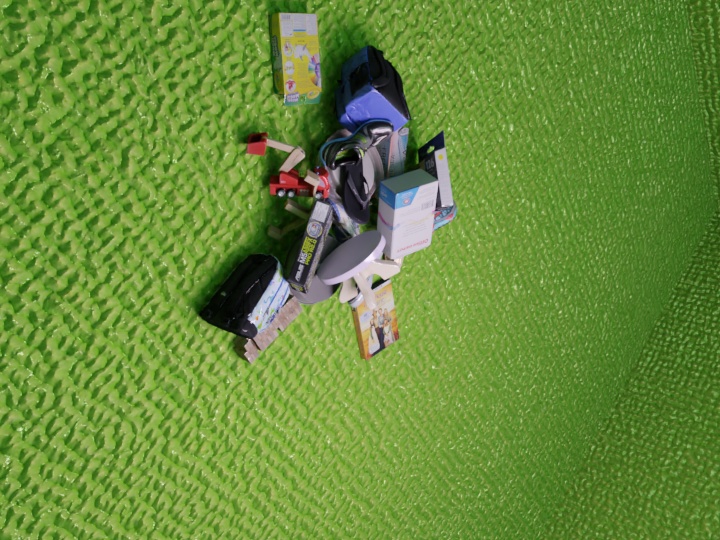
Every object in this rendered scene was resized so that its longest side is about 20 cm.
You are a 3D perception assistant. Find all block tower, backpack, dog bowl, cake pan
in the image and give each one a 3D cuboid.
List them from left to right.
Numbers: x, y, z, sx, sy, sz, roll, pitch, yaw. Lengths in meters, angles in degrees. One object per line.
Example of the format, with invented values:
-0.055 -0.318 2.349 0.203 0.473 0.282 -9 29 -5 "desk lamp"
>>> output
-0.252 0.055 1.496 0.154 0.161 0.203 40 67 -50 "backpack"
-0.228 0.136 1.595 0.200 0.057 0.055 -48 130 -25 "block tower"
-0.113 -0.006 1.679 0.198 0.036 0.205 -14 111 -40 "cake pan"
-0.031 -0.255 1.637 0.197 0.058 0.205 10 73 -38 "dog bowl"
0.016 -0.447 1.596 0.162 0.166 0.203 37 39 -44 "backpack"

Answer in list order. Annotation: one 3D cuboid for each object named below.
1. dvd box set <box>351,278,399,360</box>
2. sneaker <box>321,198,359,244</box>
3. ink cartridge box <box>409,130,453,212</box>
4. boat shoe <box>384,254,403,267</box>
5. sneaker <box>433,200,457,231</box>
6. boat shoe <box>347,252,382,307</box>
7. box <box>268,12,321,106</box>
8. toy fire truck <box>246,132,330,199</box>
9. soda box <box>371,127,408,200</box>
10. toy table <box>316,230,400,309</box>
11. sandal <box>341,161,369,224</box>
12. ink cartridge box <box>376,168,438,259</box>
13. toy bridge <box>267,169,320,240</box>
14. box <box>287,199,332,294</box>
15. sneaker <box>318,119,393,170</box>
0.045 0.141 1.873 0.145 0.029 0.204 -28 119 -35 "dvd box set"
-0.029 -0.132 1.701 0.085 0.076 0.202 -49 130 -28 "sneaker"
0.189 -0.260 1.775 0.046 0.197 0.205 -8 87 -16 "ink cartridge box"
0.080 -0.096 1.822 0.064 0.071 0.205 -7 97 -36 "boat shoe"
0.216 -0.175 1.918 0.199 0.078 0.097 -37 122 -31 "sneaker"
-0.003 0.000 1.774 0.070 0.071 0.203 33 68 -34 "boat shoe"
-0.150 -0.494 1.507 0.116 0.048 0.205 -16 110 -40 "box"
-0.165 -0.244 1.502 0.195 0.049 0.143 3 127 -5 "toy fire truck"
0.079 -0.295 1.767 0.067 0.063 0.205 -3 104 -42 "soda box"
0.000 0.000 1.637 0.118 0.197 0.186 50 32 -33 "toy table"
-0.011 -0.215 1.578 0.075 0.042 0.205 -4 83 -41 "sandal"
0.122 -0.149 1.709 0.142 0.084 0.203 -20 130 -29 "ink cartridge box"
-0.150 -0.145 1.530 0.066 0.027 0.201 24 122 -23 "toy bridge"
-0.118 -0.053 1.536 0.043 0.160 0.204 19 82 0 "box"
-0.003 -0.294 1.535 0.197 0.083 0.071 -28 144 -11 "sneaker"
